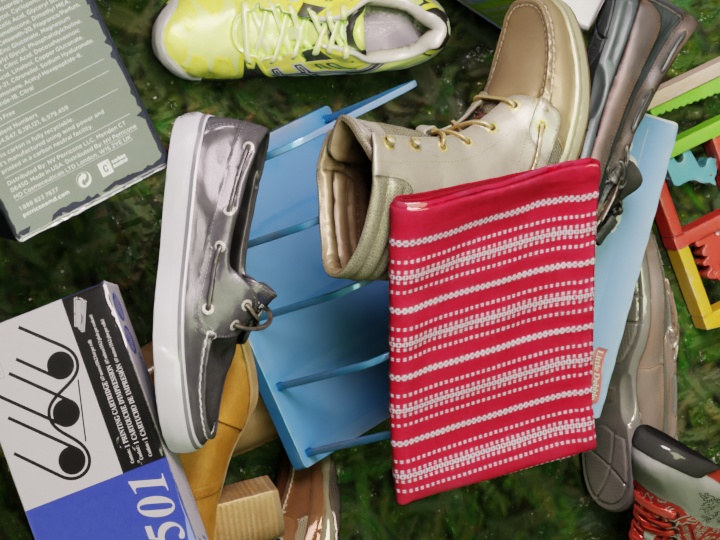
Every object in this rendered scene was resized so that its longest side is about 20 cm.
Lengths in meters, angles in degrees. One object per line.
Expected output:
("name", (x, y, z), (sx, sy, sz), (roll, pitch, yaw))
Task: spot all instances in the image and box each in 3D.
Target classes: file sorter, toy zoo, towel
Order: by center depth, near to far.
("towel", (0.082, 0.035, 1.467), (0.144, 0.022, 0.202), (-13, 116, -24))
("file sorter", (0.000, 0.000, 1.547), (0.138, 0.122, 0.201), (-28, 98, -38))
("toy zoo", (0.269, -0.048, 1.726), (0.130, 0.020, 0.201), (-25, 101, -17))

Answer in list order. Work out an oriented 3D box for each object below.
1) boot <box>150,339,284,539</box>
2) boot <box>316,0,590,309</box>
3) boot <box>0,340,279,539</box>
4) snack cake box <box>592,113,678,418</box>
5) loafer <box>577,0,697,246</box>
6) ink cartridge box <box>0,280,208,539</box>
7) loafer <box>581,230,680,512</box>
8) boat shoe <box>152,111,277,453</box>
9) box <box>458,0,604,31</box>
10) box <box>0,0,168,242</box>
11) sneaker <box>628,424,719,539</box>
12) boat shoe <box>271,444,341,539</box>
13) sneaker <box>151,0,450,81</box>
("boot", (-0.133, 0.094, 1.508), (0.143, 0.071, 0.203), (-13, 98, -12))
("boot", (0.054, -0.080, 1.474), (0.154, 0.072, 0.202), (12, 85, -34))
("boot", (-0.150, 0.062, 1.565), (0.199, 0.066, 0.176), (-28, 112, -16))
("snack cake box", (0.133, -0.011, 1.630), (0.067, 0.115, 0.202), (16, 88, -20))
("loafer", (0.159, -0.078, 1.537), (0.062, 0.072, 0.202), (17, 87, -7))
("ink cartridge box", (-0.156, 0.117, 1.461), (0.093, 0.044, 0.201), (-21, 85, 5))
("loafer", (0.189, 0.063, 1.688), (0.063, 0.072, 0.202), (-8, 103, -37))
("boat shoe", (-0.081, 0.008, 1.450), (0.066, 0.070, 0.202), (2, 83, 10))
("box", (0.067, -0.243, 1.565), (0.199, 0.112, 0.102), (31, 81, -17))
("box", (-0.219, -0.131, 1.476), (0.107, 0.148, 0.201), (-29, 103, -16))
("sneaker", (0.207, 0.176, 1.649), (0.108, 0.067, 0.201), (-57, 153, -1))
("boat shoe", (-0.055, 0.193, 1.564), (0.073, 0.076, 0.201), (8, 55, -7))
("sneaker", (-0.036, -0.161, 1.579), (0.198, 0.076, 0.076), (-8, 98, -18))
